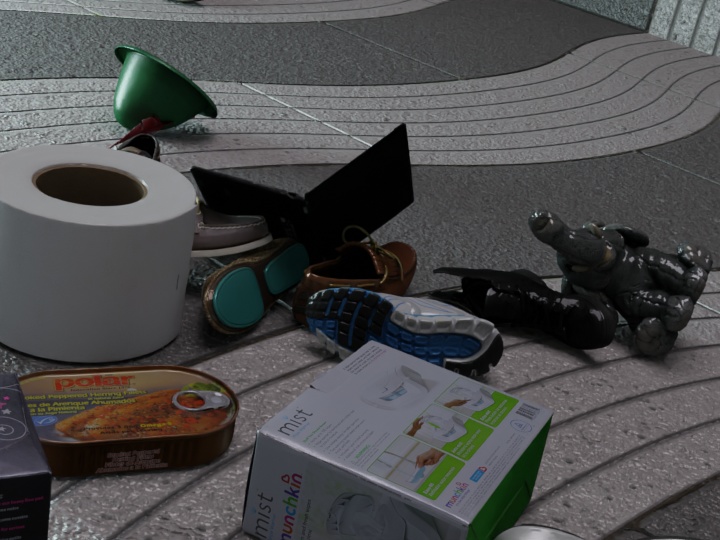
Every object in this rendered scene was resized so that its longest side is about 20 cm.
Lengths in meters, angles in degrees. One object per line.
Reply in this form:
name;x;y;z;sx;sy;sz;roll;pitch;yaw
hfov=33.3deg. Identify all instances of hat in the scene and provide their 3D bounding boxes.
hat;-0.317;-0.199;1.681;0.165;0.177;0.200;23;-12;30

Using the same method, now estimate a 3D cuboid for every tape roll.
tape roll;-0.262;-0.020;1.146;0.201;0.140;0.203;10;23;-4

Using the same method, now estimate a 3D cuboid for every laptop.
laptop;-0.056;-0.090;1.310;0.198;0.117;0.188;16;-20;12

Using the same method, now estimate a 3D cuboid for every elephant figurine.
elephant figurine;0.281;-0.005;1.350;0.199;0.156;0.142;26;46;11

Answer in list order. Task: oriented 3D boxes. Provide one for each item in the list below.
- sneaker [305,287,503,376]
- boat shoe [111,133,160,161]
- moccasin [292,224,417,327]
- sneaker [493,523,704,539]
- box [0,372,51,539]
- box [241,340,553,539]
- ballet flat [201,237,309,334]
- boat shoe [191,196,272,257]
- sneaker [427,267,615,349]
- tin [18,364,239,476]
sneaker;0.040;0.057;1.214;0.198;0.076;0.087;14;12;-8
boat shoe;-0.283;-0.113;1.427;0.074;0.074;0.200;10;23;-2
moccasin;-0.001;-0.001;1.296;0.073;0.078;0.201;27;28;32
sneaker;0.188;0.249;0.850;0.199;0.076;0.116;5;32;5
box;-0.311;0.148;0.774;0.198;0.116;0.132;-1;26;-27
box;0.033;0.153;0.942;0.175;0.097;0.200;19;25;19
ballet flat;-0.122;0.019;1.238;0.065;0.071;0.200;-8;11;27
boat shoe;-0.192;-0.046;1.270;0.198;0.060;0.072;-3;11;11
sneaker;0.173;0.040;1.314;0.104;0.061;0.199;-5;23;-36
tin;-0.198;0.121;0.986;0.198;0.042;0.112;0;30;-25
